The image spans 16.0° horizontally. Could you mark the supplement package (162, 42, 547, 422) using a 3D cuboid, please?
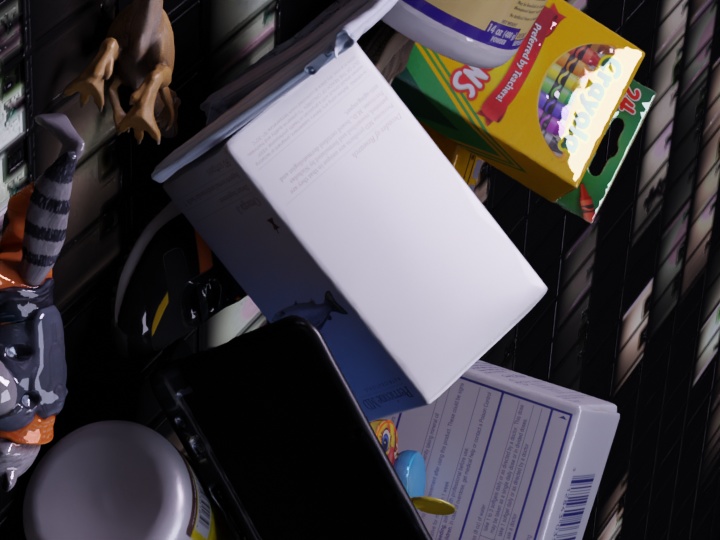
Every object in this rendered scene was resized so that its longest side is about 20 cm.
[{"bbox_3d":[-0.004,-0.020,1.584,0.117,0.200,0.117,-42,-172,-26],"label":"supplement package"}]

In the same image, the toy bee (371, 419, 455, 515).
[{"bbox_3d":[-0.003,0.154,1.942,0.109,0.131,0.200,4,68,-69],"label":"toy bee"}]

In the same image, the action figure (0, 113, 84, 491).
[{"bbox_3d":[-0.203,0.029,1.359,0.200,0.105,0.194,-34,128,-62],"label":"action figure"}]

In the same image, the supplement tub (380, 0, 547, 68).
[{"bbox_3d":[0.086,-0.253,1.724,0.200,0.145,0.145,-58,164,18],"label":"supplement tub"}]

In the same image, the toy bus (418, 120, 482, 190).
[{"bbox_3d":[0.053,-0.083,1.959,0.078,0.065,0.200,6,101,-70],"label":"toy bus"}]

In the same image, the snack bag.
[{"bbox_3d":[-0.033,-0.136,1.558,0.189,0.021,0.200,-32,-170,37],"label":"snack bag"}]

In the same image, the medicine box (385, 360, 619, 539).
[{"bbox_3d":[0.076,0.163,2.023,0.103,0.200,0.182,6,101,-67],"label":"medicine box"}]

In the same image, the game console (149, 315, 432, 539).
[{"bbox_3d":[-0.035,0.122,1.596,0.200,0.116,0.176,62,4,-8],"label":"game console"}]

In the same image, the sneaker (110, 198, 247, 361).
[{"bbox_3d":[-0.082,-0.010,1.639,0.200,0.090,0.070,-53,152,-41],"label":"sneaker"}]

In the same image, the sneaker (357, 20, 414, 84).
[{"bbox_3d":[-0.014,-0.121,1.751,0.200,0.070,0.076,-44,146,-50],"label":"sneaker"}]

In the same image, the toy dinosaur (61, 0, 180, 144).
[{"bbox_3d":[-0.127,-0.138,1.483,0.200,0.060,0.106,106,2,-54],"label":"toy dinosaur"}]

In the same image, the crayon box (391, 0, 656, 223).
[{"bbox_3d":[0.122,-0.141,1.896,0.127,0.200,0.051,-63,-170,-19],"label":"crayon box"}]

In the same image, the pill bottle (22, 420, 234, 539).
[{"bbox_3d":[-0.132,0.173,1.635,0.109,0.109,0.200,-67,158,-14],"label":"pill bottle"}]
